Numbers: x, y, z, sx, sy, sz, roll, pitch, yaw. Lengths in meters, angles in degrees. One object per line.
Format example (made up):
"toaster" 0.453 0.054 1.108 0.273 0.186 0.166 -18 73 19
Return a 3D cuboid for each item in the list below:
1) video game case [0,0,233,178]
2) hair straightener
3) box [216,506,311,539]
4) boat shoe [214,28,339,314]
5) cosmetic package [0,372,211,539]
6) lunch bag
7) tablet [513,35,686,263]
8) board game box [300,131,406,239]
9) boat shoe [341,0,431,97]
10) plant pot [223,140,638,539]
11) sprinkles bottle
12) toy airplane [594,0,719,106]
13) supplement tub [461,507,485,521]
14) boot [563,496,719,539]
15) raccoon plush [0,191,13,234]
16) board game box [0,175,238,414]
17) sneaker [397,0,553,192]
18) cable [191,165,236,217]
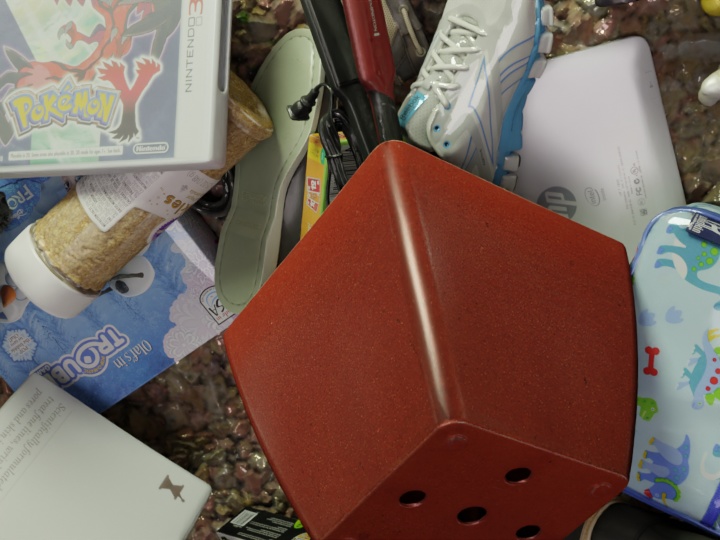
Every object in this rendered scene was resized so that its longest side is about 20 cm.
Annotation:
"video game case" -0.173 -0.154 0.806 0.200 0.023 0.183 0 84 26
"hair straightener" -0.006 -0.100 0.781 0.077 0.041 0.200 -5 109 39
"box" -0.027 0.238 0.913 0.035 0.200 0.110 -36 104 -27
"boat shoe" -0.049 -0.066 0.865 0.072 0.061 0.202 25 103 44
"cosmetic package" -0.244 0.221 0.913 0.165 0.165 0.200 33 129 -3
"lunch bag" 0.237 0.065 0.813 0.161 0.082 0.200 29 105 19
"tablet" 0.158 -0.052 0.862 0.130 0.014 0.200 -14 106 14
"board game box" 0.000 0.000 0.868 0.095 0.030 0.200 -9 113 -36
"boat shoe" 0.005 -0.216 0.804 0.073 0.075 0.200 -13 116 4
"plant pot" 0.051 0.078 0.749 0.200 0.176 0.200 22 128 -28
"sprinkles bottle" -0.151 -0.054 0.835 0.200 0.068 0.068 -41 99 14
"toy airplane" 0.231 -0.201 0.730 0.200 0.141 0.199 35 110 -4
"supplement tub" 0.104 0.240 0.904 0.145 0.145 0.200 -12 107 13
"boot" 0.243 0.215 0.837 0.200 0.138 0.078 20 85 -41
"raccoon plush" -0.296 0.012 0.822 0.097 0.200 0.134 6 96 -6
"board game box" -0.212 -0.001 0.921 0.200 0.043 0.199 -34 102 18
"sneaker" 0.064 -0.118 0.790 0.075 0.087 0.200 35 131 43
"cable" -0.135 -0.131 0.859 0.097 0.050 0.200 1 108 11
